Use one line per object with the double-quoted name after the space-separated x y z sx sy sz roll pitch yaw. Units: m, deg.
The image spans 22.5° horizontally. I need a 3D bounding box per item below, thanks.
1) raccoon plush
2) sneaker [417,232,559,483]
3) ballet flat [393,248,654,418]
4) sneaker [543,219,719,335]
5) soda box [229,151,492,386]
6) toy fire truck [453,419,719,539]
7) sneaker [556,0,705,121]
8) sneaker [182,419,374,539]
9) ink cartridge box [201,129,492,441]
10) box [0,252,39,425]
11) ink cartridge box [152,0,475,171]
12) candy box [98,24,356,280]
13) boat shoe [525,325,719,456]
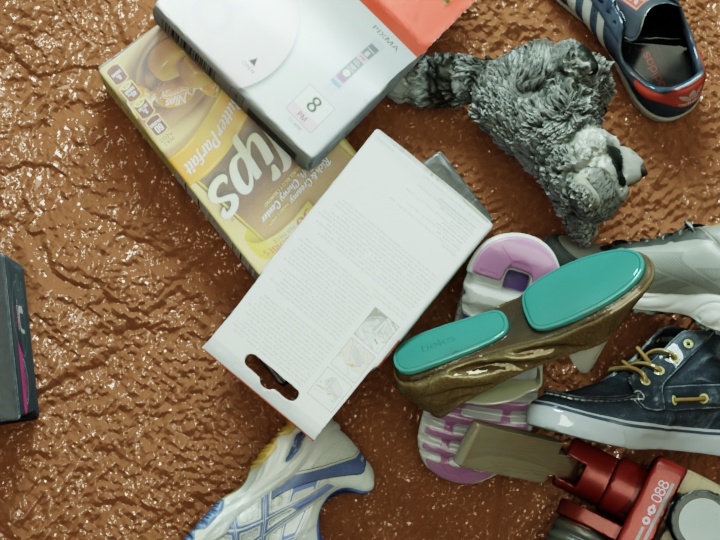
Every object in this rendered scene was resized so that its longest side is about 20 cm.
0.113 -0.087 1.343 0.199 0.097 0.135 -4 65 25 "raccoon plush"
0.097 0.059 1.343 0.080 0.089 0.201 14 106 -3 "sneaker"
0.121 0.051 1.266 0.199 0.068 0.072 -26 125 10 "ballet flat"
0.230 -0.004 1.328 0.199 0.074 0.080 12 102 23 "sneaker"
0.000 0.000 1.348 0.200 0.063 0.071 -38 87 -5 "soda box"
0.151 0.198 1.312 0.199 0.129 0.177 27 84 9 "toy fire truck"
0.198 -0.208 1.366 0.075 0.085 0.200 -37 87 -5 "sneaker"
-0.072 0.197 1.320 0.088 0.075 0.200 42 85 1 "sneaker"
-0.010 0.011 1.290 0.109 0.050 0.200 39 85 1 "ink cartridge box"
-0.342 0.061 1.305 0.199 0.106 0.123 -7 85 -4 "box"
-0.027 -0.199 1.328 0.163 0.057 0.200 44 82 2 "ink cartridge box"
-0.090 -0.103 1.357 0.115 0.055 0.200 -38 86 -7 "candy box"
0.207 0.082 1.318 0.199 0.071 0.092 8 90 -32 "boat shoe"
